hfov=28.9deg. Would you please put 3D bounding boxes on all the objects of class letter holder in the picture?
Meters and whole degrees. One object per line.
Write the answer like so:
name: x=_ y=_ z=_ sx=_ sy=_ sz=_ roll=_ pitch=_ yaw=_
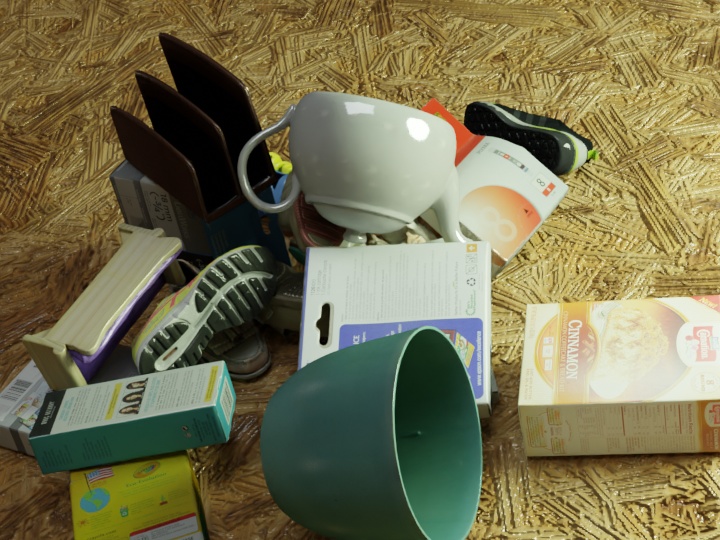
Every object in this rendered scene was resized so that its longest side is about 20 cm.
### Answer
letter holder: x=-0.202 y=-0.171 z=1.593 sx=0.100 sy=0.143 sz=0.200 roll=-32 pitch=42 yaw=-21

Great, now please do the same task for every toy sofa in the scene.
toy sofa: x=-0.269 y=0.047 z=1.545 sx=0.097 sy=0.083 sz=0.201 roll=11 pitch=50 yaw=30

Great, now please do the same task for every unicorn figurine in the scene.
unicorn figurine: x=0.041 y=-0.061 z=1.654 sx=0.136 sy=0.074 sz=0.201 roll=16 pitch=34 yaw=-38

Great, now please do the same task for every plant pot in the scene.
plant pot: x=0.004 y=0.162 z=1.303 sx=0.159 sy=0.202 sz=0.201 roll=-9 pitch=35 yaw=27

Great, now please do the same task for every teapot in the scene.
teapot: x=0.002 y=-0.103 z=1.507 sx=0.199 sy=0.148 sz=0.196 roll=12 pitch=-2 yaw=41

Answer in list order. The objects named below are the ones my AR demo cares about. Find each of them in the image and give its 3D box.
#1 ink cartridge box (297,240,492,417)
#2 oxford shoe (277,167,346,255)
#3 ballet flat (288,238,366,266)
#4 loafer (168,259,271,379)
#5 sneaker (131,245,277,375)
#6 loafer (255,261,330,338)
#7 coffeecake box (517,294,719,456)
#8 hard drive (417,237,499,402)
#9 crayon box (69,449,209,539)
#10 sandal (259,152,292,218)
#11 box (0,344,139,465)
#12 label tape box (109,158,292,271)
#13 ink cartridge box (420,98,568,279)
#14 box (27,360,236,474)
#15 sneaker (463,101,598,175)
ink cartridge box: x=0.038 y=0.063 z=1.455 sx=0.197 sy=0.047 sz=0.200 roll=-3 pitch=57 yaw=10
oxford shoe: x=-0.058 y=-0.058 z=1.606 sx=0.070 sy=0.074 sz=0.201 roll=25 pitch=25 yaw=-16
ballet flat: x=0.000 y=0.000 z=1.605 sx=0.069 sy=0.070 sz=0.199 roll=-34 pitch=46 yaw=-25
loafer: x=-0.171 y=0.054 z=1.600 sx=0.071 sy=0.063 sz=0.200 roll=-28 pitch=39 yaw=-20
sneaker: x=-0.178 y=0.039 z=1.535 sx=0.200 sy=0.079 sz=0.090 roll=-40 pitch=23 yaw=-16
loafer: x=-0.088 y=0.038 z=1.594 sx=0.075 sy=0.069 sz=0.199 roll=-30 pitch=23 yaw=-28
coffeecake box: x=0.262 y=0.103 z=1.385 sx=0.198 sy=0.074 sz=0.154 roll=-3 pitch=37 yaw=13
hard drive: x=0.062 y=0.063 z=1.492 sx=0.130 sy=0.026 sz=0.202 roll=-13 pitch=55 yaw=1
crayon box: x=-0.215 y=0.252 z=1.368 sx=0.126 sy=0.051 sz=0.201 roll=-16 pitch=37 yaw=-3
sandal: x=-0.090 y=-0.093 z=1.761 sx=0.199 sy=0.080 sz=0.087 roll=13 pitch=47 yaw=44
box: x=-0.298 y=0.146 z=1.542 sx=0.198 sy=0.041 sz=0.156 roll=9 pitch=43 yaw=29
label tape box: x=-0.193 y=-0.059 z=1.686 sx=0.198 sy=0.145 sz=0.063 roll=12 pitch=43 yaw=31
ink cartridge box: x=0.128 y=-0.110 z=1.632 sx=0.200 sy=0.050 sz=0.162 roll=44 pitch=52 yaw=1
box: x=-0.231 y=0.150 z=1.427 sx=0.198 sy=0.050 sz=0.083 roll=-11 pitch=28 yaw=8
sneaker: x=0.215 y=-0.164 z=1.772 sx=0.082 sy=0.072 sz=0.199 roll=-11 pitch=30 yaw=-39
